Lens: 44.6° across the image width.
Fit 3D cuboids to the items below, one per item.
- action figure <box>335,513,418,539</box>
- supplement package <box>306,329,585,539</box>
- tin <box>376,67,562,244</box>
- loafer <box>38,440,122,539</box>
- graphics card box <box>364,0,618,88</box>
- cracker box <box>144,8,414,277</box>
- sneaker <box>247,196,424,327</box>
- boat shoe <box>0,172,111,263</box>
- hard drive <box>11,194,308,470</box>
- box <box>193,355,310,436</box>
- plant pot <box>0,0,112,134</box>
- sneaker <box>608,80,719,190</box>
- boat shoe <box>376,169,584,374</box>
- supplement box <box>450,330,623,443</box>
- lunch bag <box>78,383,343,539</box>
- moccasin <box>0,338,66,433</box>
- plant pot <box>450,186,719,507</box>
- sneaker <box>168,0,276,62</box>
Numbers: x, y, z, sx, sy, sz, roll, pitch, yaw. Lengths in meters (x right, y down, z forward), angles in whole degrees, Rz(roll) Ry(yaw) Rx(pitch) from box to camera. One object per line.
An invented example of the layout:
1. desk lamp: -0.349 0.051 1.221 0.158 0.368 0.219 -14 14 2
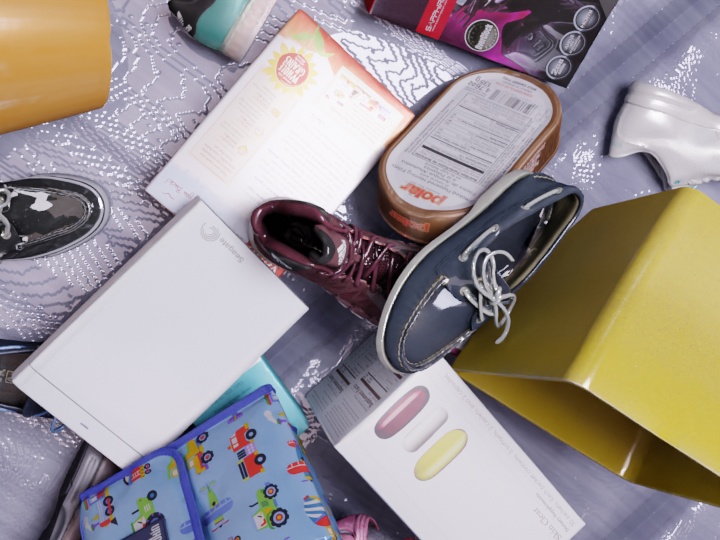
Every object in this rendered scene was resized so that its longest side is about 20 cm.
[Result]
1. action figure: -0.043 0.242 0.764 0.200 0.134 0.149 -12 73 12
2. supplement package: 0.066 0.162 0.761 0.111 0.156 0.200 -42 103 -4
3. tin: 0.093 -0.103 0.748 0.112 0.042 0.200 26 58 27
4. loafer: -0.243 0.238 0.750 0.063 0.072 0.200 24 89 -19
5. graphics card box: 0.118 -0.250 0.755 0.200 0.051 0.126 17 126 -14
6. cracker box: -0.070 -0.102 0.755 0.134 0.058 0.200 41 86 -14
7. sneaker: 0.000 0.000 0.674 0.200 0.116 0.076 21 89 1
8. boat shoe: -0.305 -0.040 0.706 0.199 0.068 0.074 -3 97 -12
9. hard drive: -0.156 0.056 0.706 0.200 0.027 0.132 -45 115 -4
10. box: -0.133 0.077 0.764 0.082 0.049 0.200 -36 102 -6
11. plant pot: -0.289 -0.178 0.646 0.183 0.200 0.200 -8 98 -27
12. sneaker: 0.331 -0.108 0.841 0.200 0.075 0.089 20 104 -7
13. boat shoe: 0.093 0.003 0.658 0.200 0.062 0.075 -43 125 -20
14. supplement box: 0.160 0.045 0.795 0.200 0.103 0.131 31 89 -12
15. lunch bag: -0.124 0.207 0.674 0.200 0.151 0.094 -25 142 -5
16. moccasin: -0.270 0.098 0.728 0.200 0.068 0.081 3 95 -14
17. plant pot: 0.223 0.052 0.666 0.200 0.200 0.177 32 78 -13
18. sneaker: -0.086 -0.278 0.719 0.080 0.071 0.200 28 91 -17
